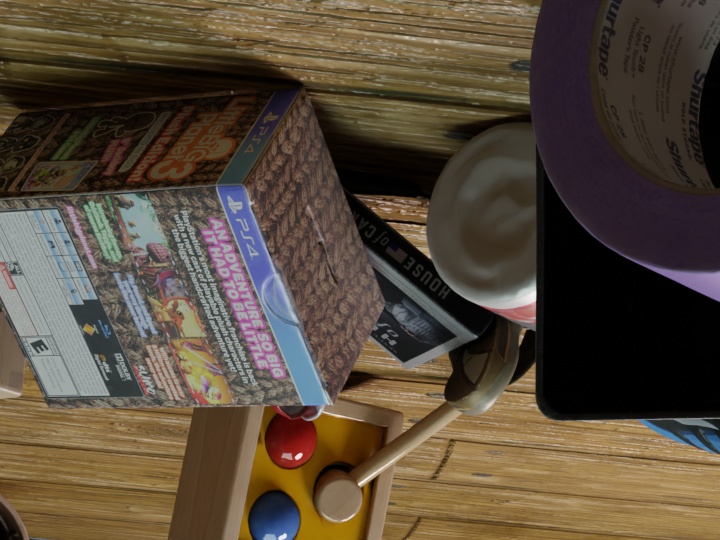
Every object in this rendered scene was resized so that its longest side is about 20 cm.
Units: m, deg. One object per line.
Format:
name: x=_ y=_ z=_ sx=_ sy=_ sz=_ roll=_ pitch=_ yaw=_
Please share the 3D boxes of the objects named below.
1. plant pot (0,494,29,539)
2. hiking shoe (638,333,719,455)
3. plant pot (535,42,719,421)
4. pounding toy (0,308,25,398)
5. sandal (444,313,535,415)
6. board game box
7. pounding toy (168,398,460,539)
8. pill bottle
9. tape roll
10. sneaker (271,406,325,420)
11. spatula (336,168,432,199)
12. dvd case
plant pot: x=-0.516 y=0.350 z=2.866 sx=0.199 sy=0.201 sz=0.198 roll=10 pitch=173 yaw=-18
hiking shoe: x=0.225 y=0.077 z=1.362 sx=0.199 sy=0.075 sz=0.087 roll=25 pitch=176 yaw=24
plant pot: x=0.214 y=-0.021 z=1.235 sx=0.199 sy=0.201 sz=0.177 roll=-2 pitch=175 yaw=24
pounding toy: x=-0.295 y=0.026 z=1.519 sx=0.183 sy=0.201 sz=0.142 roll=-6 pitch=162 yaw=37
sandal: x=0.095 y=0.043 z=1.493 sx=0.054 sy=0.081 sz=0.200 roll=30 pitch=-158 yaw=-5
board game box: x=-0.111 y=-0.010 z=1.390 sx=0.199 sy=0.097 sz=0.160 roll=-2 pitch=127 yaw=26
pounding toy: x=-0.035 y=0.175 z=2.059 sx=0.199 sy=0.185 sz=0.142 roll=14 pitch=174 yaw=-29
pill bottle: x=0.136 y=-0.010 z=1.426 sx=0.110 sy=0.111 sz=0.200 roll=-6 pitch=162 yaw=35
tape roll: x=0.172 y=-0.085 z=0.957 sx=0.199 sy=0.201 sz=0.085 roll=-7 pitch=161 yaw=38
sneaker: x=-0.081 y=0.059 z=1.747 sx=0.071 sy=0.113 sz=0.200 roll=15 pitch=162 yaw=-34
spatula: x=0.047 y=-0.042 z=1.507 sx=0.199 sy=0.021 sz=0.056 roll=15 pitch=167 yaw=-30
dvd case: x=0.000 y=0.000 z=1.500 sx=0.150 sy=0.025 sz=0.200 roll=39 pitch=166 yaw=-3
